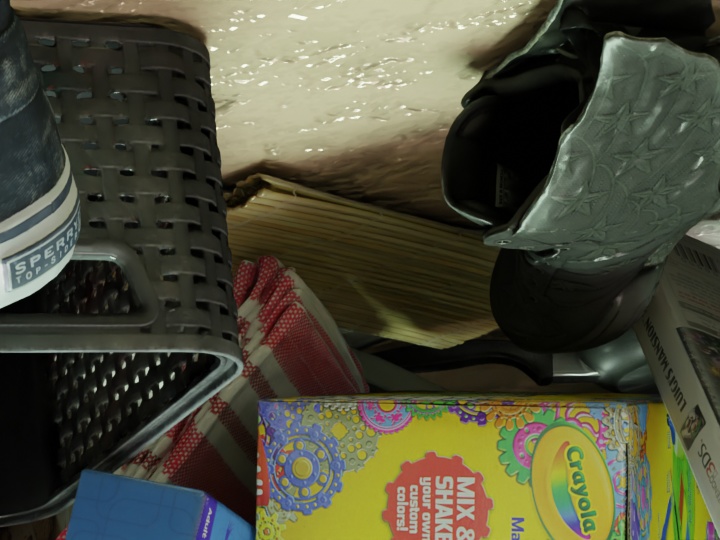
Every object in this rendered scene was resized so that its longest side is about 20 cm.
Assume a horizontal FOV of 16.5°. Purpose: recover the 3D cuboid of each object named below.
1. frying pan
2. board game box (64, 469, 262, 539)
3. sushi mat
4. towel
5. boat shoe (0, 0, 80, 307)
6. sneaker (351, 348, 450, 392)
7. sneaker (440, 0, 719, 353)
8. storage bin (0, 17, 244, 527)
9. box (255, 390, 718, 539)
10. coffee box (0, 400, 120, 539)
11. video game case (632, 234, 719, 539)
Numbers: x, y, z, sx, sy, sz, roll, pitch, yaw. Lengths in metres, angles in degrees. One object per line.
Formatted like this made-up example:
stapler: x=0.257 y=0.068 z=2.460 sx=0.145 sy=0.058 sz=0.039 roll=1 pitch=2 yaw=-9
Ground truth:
frying pan: x=0.104 y=0.028 z=0.992 sx=0.189 sy=0.031 sz=0.115 roll=-3 pitch=162 yaw=-24
board game box: x=-0.056 y=0.162 z=0.802 sx=0.045 sy=0.153 sz=0.200 roll=8 pitch=166 yaw=17
sushi mat: x=0.000 y=0.000 z=0.874 sx=0.095 sy=0.012 sz=0.199 roll=-19 pitch=159 yaw=38
towel: x=-0.069 y=0.100 z=0.859 sx=0.030 sy=0.200 sz=0.146 roll=33 pitch=168 yaw=22
boat shoe: x=-0.154 y=-0.054 z=0.556 sx=0.199 sy=0.091 sz=0.071 roll=9 pitch=-147 yaw=25
sneaker: x=0.047 y=0.116 z=0.994 sx=0.199 sy=0.107 sz=0.075 roll=21 pitch=149 yaw=-10
sneaker: x=0.061 y=-0.030 z=0.735 sx=0.104 sy=0.060 sz=0.200 roll=1 pitch=156 yaw=-29
storage bin: x=-0.129 y=0.008 z=0.710 sx=0.134 sy=0.094 sz=0.200 roll=1 pitch=160 yaw=-25
box: x=0.048 y=0.142 z=0.834 sx=0.121 sy=0.202 sz=0.193 roll=0 pitch=177 yaw=15
coffee box: x=-0.152 y=0.100 z=0.960 sx=0.079 sy=0.114 sz=0.200 roll=-9 pitch=162 yaw=13
video game case: x=0.185 y=0.066 z=0.829 sx=0.199 sy=0.182 sz=0.023 roll=23 pitch=114 yaw=-20
